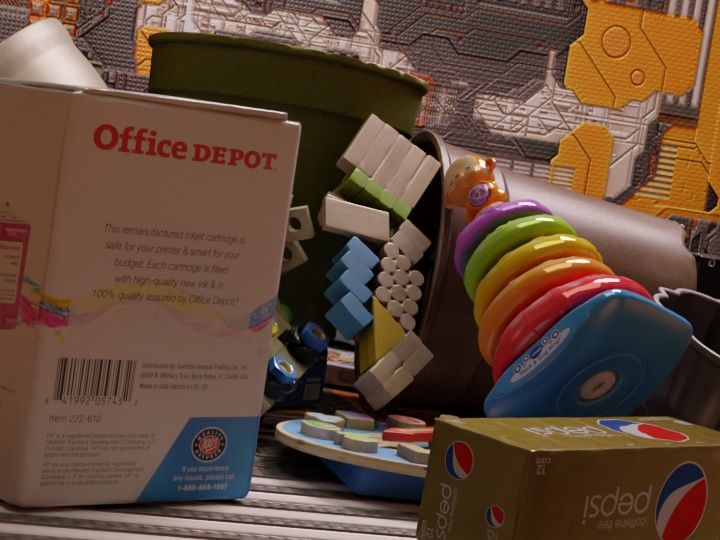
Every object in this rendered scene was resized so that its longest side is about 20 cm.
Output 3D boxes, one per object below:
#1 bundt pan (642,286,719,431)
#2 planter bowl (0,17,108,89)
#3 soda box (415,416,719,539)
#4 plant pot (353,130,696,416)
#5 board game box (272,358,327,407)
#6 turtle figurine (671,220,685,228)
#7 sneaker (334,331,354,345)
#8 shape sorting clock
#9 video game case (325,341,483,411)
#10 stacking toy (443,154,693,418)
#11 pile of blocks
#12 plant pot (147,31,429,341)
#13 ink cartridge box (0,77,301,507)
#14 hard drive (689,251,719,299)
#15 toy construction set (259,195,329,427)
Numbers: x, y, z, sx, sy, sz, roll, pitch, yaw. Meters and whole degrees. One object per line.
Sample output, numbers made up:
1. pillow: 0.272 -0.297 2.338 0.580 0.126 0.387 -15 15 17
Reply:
1. bundt pan: 0.261 0.091 1.179 0.202 0.076 0.202 24 15 -7
2. planter bowl: -0.211 -0.037 1.119 0.135 0.200 0.200 46 4 -3
3. soda box: 0.122 0.114 0.956 0.200 0.064 0.068 3 8 -45
4. plant pot: 0.118 0.018 1.301 0.198 0.201 0.200 11 5 -13
5. board game box: -0.136 0.063 1.229 0.135 0.035 0.200 13 6 36
6. turtle figurine: 0.232 0.039 1.576 0.101 0.150 0.200 -2 14 9
7. sneaker: 0.018 0.020 1.470 0.200 0.089 0.077 11 5 19
8. shape sorting clock: 0.050 0.104 1.074 0.200 0.039 0.200 9 5 -1
9. video game case: 0.039 0.081 1.432 0.200 0.018 0.143 10 6 7
10. stacking toy: 0.102 -0.002 1.136 0.110 0.116 0.200 22 31 -47
11. pile of blocks: 0.000 0.000 1.185 0.082 0.200 0.062 16 -32 -21
12. plant pot: -0.067 -0.052 1.294 0.200 0.193 0.200 10 0 0
13. ink cartridge box: -0.120 0.009 0.919 0.144 0.200 0.085 5 7 -43
14. hard drive: 0.296 0.066 1.370 0.200 0.140 0.038 12 6 42
15. toy construction set: -0.087 0.029 1.134 0.131 0.092 0.200 44 38 1
